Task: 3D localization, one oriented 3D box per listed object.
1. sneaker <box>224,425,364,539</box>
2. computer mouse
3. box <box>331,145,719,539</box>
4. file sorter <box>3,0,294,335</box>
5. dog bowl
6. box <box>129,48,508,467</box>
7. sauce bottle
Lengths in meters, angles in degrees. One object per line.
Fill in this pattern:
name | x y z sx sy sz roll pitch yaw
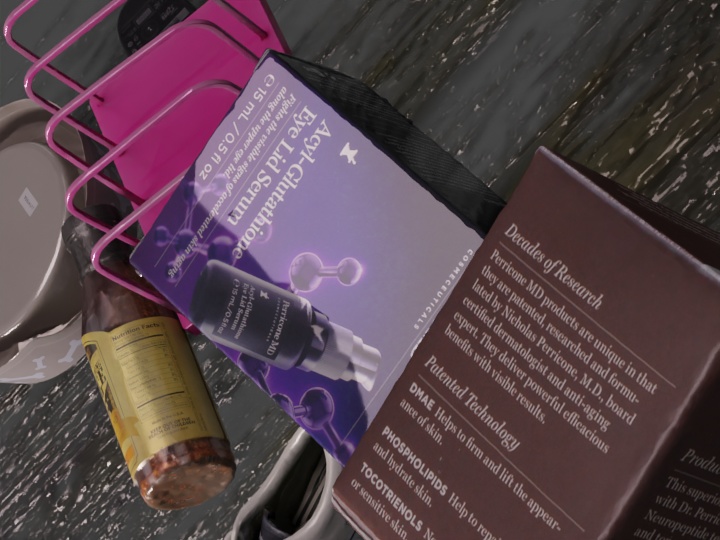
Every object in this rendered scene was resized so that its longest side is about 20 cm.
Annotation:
sneaker | -0.050 0.168 1.287 0.073 0.071 0.200 28 95 48
computer mouse | -0.104 -0.118 1.500 0.059 0.034 0.200 -42 53 12
box | 0.128 0.083 1.063 0.164 0.166 0.200 42 104 48
file sorter | -0.117 -0.094 1.398 0.139 0.125 0.200 -37 55 16
dog bowl | -0.228 -0.014 1.562 0.200 0.059 0.200 -20 61 40
box | 0.000 0.000 1.239 0.200 0.104 0.148 41 105 27
sauce bottle | -0.136 0.050 1.415 0.066 0.066 0.200 -41 56 27
